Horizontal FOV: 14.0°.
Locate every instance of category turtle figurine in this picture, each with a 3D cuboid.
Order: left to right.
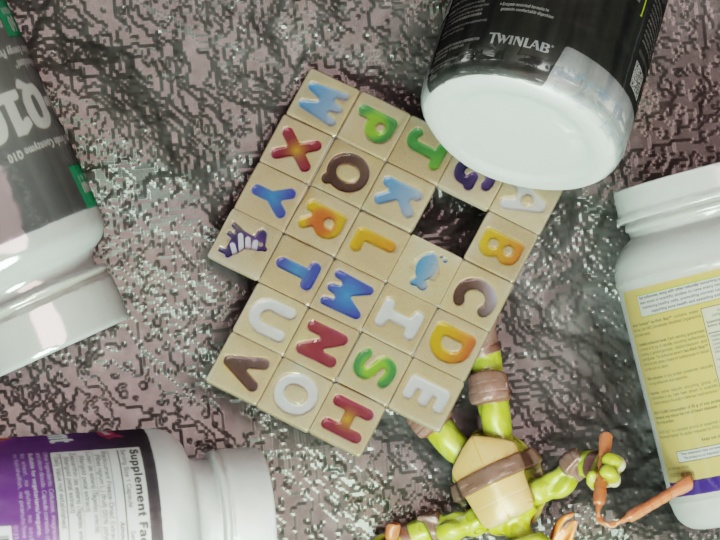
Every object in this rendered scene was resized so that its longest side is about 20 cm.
[{"bbox_3d":[0.083,0.108,1.699,0.199,0.064,0.162,-25,84,17],"label":"turtle figurine"}]

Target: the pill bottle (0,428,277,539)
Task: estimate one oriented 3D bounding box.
[{"bbox_3d":[-0.151,0.145,1.623,0.198,0.111,0.112,-3,86,-14],"label":"pill bottle"}]

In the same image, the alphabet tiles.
[{"bbox_3d":[0.000,0.000,1.686,0.166,0.008,0.201,26,71,8],"label":"alphabet tiles"}]

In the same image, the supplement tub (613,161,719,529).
[{"bbox_3d":[0.229,0.037,1.704,0.144,0.145,0.201,-13,89,-14],"label":"supplement tub"}]

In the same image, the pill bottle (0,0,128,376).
[{"bbox_3d":[-0.211,-0.046,1.625,0.113,0.113,0.201,-24,91,-14],"label":"pill bottle"}]

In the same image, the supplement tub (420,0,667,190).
[{"bbox_3d":[0.115,-0.158,1.691,0.122,0.123,0.201,24,62,-10],"label":"supplement tub"}]
